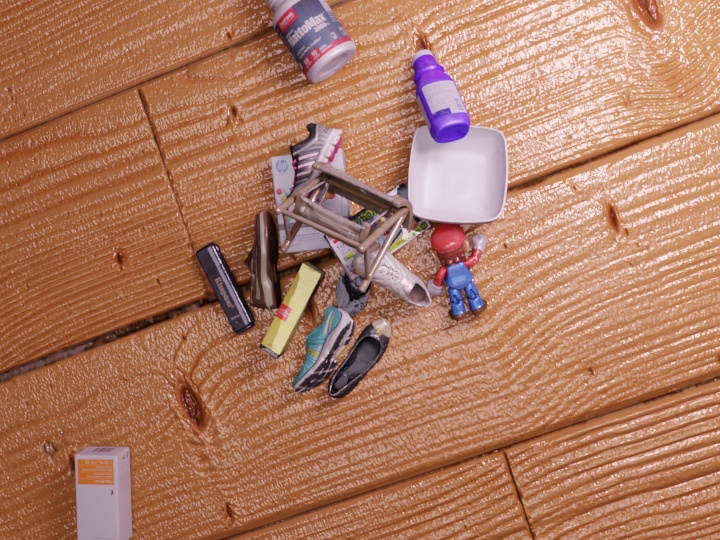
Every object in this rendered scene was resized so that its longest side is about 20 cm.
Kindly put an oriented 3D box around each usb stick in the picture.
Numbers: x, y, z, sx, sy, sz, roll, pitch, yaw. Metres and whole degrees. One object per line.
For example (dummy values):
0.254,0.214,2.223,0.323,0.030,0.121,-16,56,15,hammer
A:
-0.289,0.038,1.712,0.055,0.033,0.203,-26,90,6,usb stick

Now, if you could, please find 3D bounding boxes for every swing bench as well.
-0.028,-0.103,1.527,0.196,0.131,0.201,24,57,19,swing bench

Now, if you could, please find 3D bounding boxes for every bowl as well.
0.195,-0.184,1.609,0.195,0.075,0.204,4,76,6,bowl

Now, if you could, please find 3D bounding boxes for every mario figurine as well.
0.200,-0.008,1.647,0.122,0.105,0.204,-22,103,-29,mario figurine

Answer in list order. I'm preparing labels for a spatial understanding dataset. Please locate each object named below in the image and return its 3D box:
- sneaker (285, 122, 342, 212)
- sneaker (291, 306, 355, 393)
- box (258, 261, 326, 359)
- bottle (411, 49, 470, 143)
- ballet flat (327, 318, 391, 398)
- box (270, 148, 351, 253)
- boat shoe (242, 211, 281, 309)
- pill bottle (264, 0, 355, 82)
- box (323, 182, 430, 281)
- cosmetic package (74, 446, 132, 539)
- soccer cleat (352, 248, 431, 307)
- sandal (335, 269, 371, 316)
-0.114,-0.211,1.622,0.086,0.074,0.202,28,91,5,sneaker
-0.085,0.169,1.687,0.079,0.077,0.202,37,99,30,sneaker
-0.142,0.083,1.678,0.050,0.075,0.202,29,97,4,box
0.152,-0.350,1.593,0.082,0.066,0.203,-13,63,-11,bottle
0.002,0.188,1.674,0.066,0.057,0.202,35,96,3,ballet flat
-0.100,-0.145,1.679,0.153,0.041,0.204,-6,91,6,box
-0.215,-0.019,1.682,0.073,0.075,0.207,-3,93,12,boat shoe
-0.109,-0.497,1.623,0.119,0.120,0.202,-35,88,7,pill bottle
0.034,-0.079,1.642,0.198,0.035,0.111,-34,91,-9,box
-0.560,0.493,1.746,0.099,0.071,0.205,-1,93,6,cosmetic package
0.069,0.014,1.604,0.198,0.078,0.070,30,99,-35,soccer cleat
-0.001,-0.001,1.670,0.074,0.048,0.204,22,95,4,sandal
